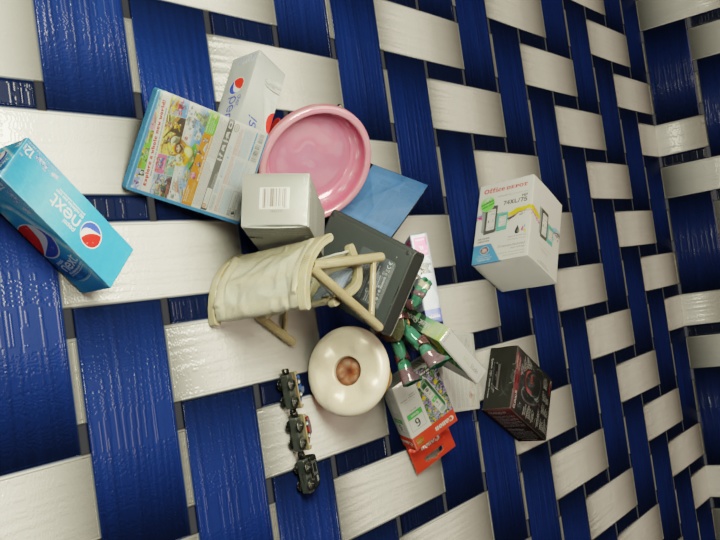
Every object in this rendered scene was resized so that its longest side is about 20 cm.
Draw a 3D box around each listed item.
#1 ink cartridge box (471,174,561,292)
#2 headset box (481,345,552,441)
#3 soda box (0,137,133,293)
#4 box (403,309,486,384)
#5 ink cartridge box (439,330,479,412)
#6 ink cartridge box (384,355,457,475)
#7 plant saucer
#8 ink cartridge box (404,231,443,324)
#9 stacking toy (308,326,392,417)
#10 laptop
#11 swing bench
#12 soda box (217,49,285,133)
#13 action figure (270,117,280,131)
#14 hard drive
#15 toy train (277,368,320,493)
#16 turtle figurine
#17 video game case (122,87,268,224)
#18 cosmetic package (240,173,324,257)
[{"bbox_3d":[0.353,-0.082,2.109,0.145,0.144,0.204,36,54,-43],"label":"ink cartridge box"},{"bbox_3d":[0.345,0.269,2.078,0.200,0.074,0.151,41,51,-42],"label":"headset box"},{"bbox_3d":[-0.379,-0.065,1.170,0.201,0.063,0.069,52,45,-33],"label":"soda box"},{"bbox_3d":[0.124,0.124,1.711,0.037,0.198,0.145,-52,128,-12],"label":"box"},{"bbox_3d":[0.186,0.206,1.913,0.199,0.046,0.164,12,72,-63],"label":"ink cartridge box"},{"bbox_3d":[0.121,0.275,1.759,0.108,0.050,0.204,-30,108,-26],"label":"ink cartridge box"},{"bbox_3d":[-0.079,-0.182,1.543,0.200,0.200,0.051,43,6,-39],"label":"plant saucer"},{"bbox_3d":[0.120,0.039,1.783,0.119,0.041,0.205,117,-39,-80],"label":"ink cartridge box"},{"bbox_3d":[0.005,0.181,1.622,0.200,0.143,0.150,30,57,-69],"label":"stacking toy"},{"bbox_3d":[0.004,-0.180,1.678,0.188,0.114,0.203,-53,124,-46],"label":"laptop"},{"bbox_3d":[-0.096,0.026,1.426,0.198,0.196,0.133,20,66,-50],"label":"swing bench"},{"bbox_3d":[-0.182,-0.243,1.480,0.068,0.062,0.204,39,53,-41],"label":"soda box"},{"bbox_3d":[-0.065,-0.234,1.622,0.198,0.052,0.066,-8,62,-48],"label":"action figure"},{"bbox_3d":[0.000,0.000,1.528,0.033,0.198,0.142,16,100,-50],"label":"hard drive"},{"bbox_3d":[-0.096,0.256,1.512,0.046,0.034,0.205,-16,96,-57],"label":"toy train"},{"bbox_3d":[0.066,0.088,1.604,0.099,0.150,0.203,-14,70,-37],"label":"turtle figurine"},{"bbox_3d":[-0.234,-0.161,1.358,0.198,0.018,0.146,17,95,-43],"label":"video game case"},{"bbox_3d":[-0.114,-0.080,1.432,0.200,0.104,0.092,68,21,-74],"label":"cosmetic package"}]
